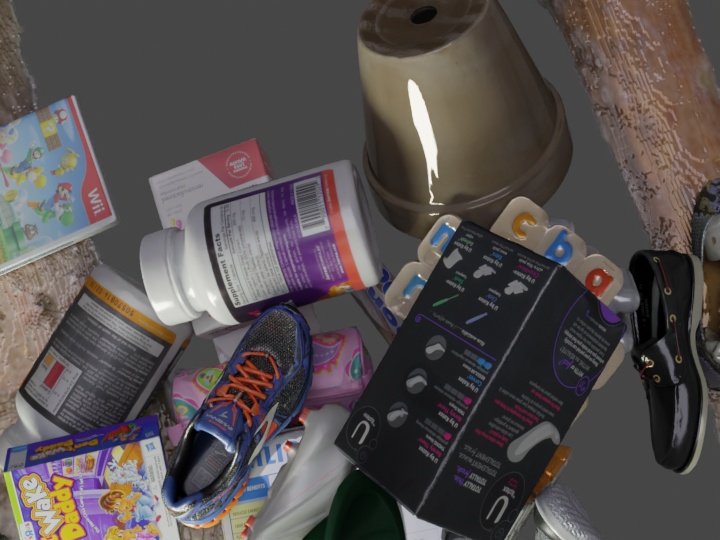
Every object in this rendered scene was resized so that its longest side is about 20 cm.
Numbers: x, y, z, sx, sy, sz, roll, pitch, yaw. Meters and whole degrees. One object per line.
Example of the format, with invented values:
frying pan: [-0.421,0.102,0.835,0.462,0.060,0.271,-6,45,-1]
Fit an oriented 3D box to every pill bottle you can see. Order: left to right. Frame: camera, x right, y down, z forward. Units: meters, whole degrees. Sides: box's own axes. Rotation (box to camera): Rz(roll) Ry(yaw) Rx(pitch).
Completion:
pill bottle: [-0.252,0.107,0.901,0.115,0.116,0.202,32,85,8]
pill bottle: [-0.086,-0.017,0.835,0.196,0.111,0.114,-15,81,7]

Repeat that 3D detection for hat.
hat: [-0.069,0.260,0.735,0.172,0.166,0.204,-8,58,24]

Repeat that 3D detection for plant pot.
plant pot: [0.077,-0.156,0.839,0.196,0.175,0.203,-12,48,14]

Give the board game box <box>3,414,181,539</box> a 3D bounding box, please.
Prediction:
board game box: [-0.229,0.244,0.856,0.131,0.045,0.204,-11,109,-12]

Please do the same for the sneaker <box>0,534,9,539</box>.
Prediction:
sneaker: [-0.366,0.347,0.898,0.088,0.078,0.205,-9,81,7]

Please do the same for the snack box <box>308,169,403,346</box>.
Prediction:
snack box: [0.000,0.000,0.915,0.024,0.072,0.201,-34,80,-21]

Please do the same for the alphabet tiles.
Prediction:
alphabet tiles: [0.123,0.046,0.818,0.198,0.015,0.197,36,102,-1]

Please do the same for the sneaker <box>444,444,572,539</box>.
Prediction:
sneaker: [0.116,0.194,0.835,0.077,0.199,0.079,36,119,18]

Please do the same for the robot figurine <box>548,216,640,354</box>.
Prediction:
robot figurine: [0.152,0.030,0.878,0.195,0.113,0.173,5,110,5]

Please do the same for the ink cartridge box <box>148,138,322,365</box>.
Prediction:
ink cartridge box: [-0.118,-0.009,0.930,0.114,0.068,0.204,-20,81,2]

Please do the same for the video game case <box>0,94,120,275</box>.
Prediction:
video game case: [-0.361,-0.078,0.986,0.196,0.017,0.146,-23,80,1]

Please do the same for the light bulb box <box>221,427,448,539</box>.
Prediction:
light bulb box: [-0.014,0.240,0.857,0.194,0.125,0.205,-12,80,4]

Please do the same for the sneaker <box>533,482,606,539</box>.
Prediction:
sneaker: [0.160,0.258,0.811,0.113,0.201,0.076,-35,50,3]

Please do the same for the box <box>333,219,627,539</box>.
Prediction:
box: [0.092,0.087,0.723,0.105,0.122,0.202,29,87,46]

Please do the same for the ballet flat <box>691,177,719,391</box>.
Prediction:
ballet flat: [0.346,0.009,0.886,0.070,0.072,0.205,3,82,5]

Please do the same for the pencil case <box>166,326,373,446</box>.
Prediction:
pencil case: [-0.083,0.114,0.898,0.196,0.087,0.089,-14,81,0]

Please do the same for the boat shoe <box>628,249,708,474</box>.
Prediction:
boat shoe: [0.276,0.081,0.875,0.062,0.074,0.206,6,76,-13]

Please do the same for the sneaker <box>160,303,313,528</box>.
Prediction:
sneaker: [-0.099,0.121,0.781,0.074,0.078,0.203,25,85,11]

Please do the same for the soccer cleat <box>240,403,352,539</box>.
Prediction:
soccer cleat: [-0.052,0.206,0.770,0.076,0.069,0.203,27,84,2]
